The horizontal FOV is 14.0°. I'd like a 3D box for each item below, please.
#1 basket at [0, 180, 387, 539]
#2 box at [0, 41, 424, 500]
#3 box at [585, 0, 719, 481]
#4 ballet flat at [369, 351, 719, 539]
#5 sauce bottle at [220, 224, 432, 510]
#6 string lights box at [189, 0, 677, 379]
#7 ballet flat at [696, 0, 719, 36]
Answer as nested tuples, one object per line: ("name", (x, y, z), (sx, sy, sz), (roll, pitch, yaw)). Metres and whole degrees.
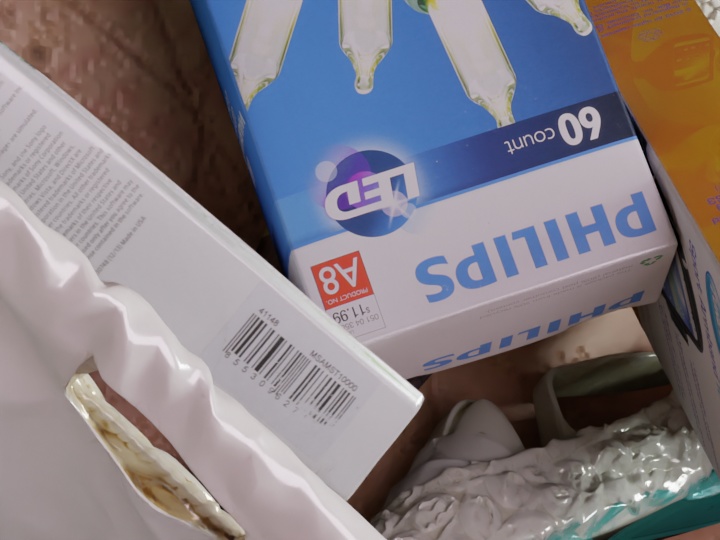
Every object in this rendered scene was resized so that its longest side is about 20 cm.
("basket", (-0.108, 0.111, 0.656), (0.198, 0.161, 0.200), (43, 67, -10))
("box", (-0.074, -0.020, 0.752), (0.144, 0.200, 0.036), (41, 86, -22))
("box", (0.108, 0.008, 0.833), (0.041, 0.200, 0.119), (-18, 123, -4))
("ballet flat", (0.059, 0.065, 0.908), (0.200, 0.072, 0.072), (-16, 94, -34))
("sauce bottle", (0.000, 0.000, 0.872), (0.066, 0.066, 0.200), (28, 75, -26))
("string lights box", (0.007, -0.074, 0.829), (0.102, 0.059, 0.200), (-18, 74, -6))
("ballet flat", (0.063, -0.150, 0.910), (0.072, 0.072, 0.200), (-34, 104, -28))
